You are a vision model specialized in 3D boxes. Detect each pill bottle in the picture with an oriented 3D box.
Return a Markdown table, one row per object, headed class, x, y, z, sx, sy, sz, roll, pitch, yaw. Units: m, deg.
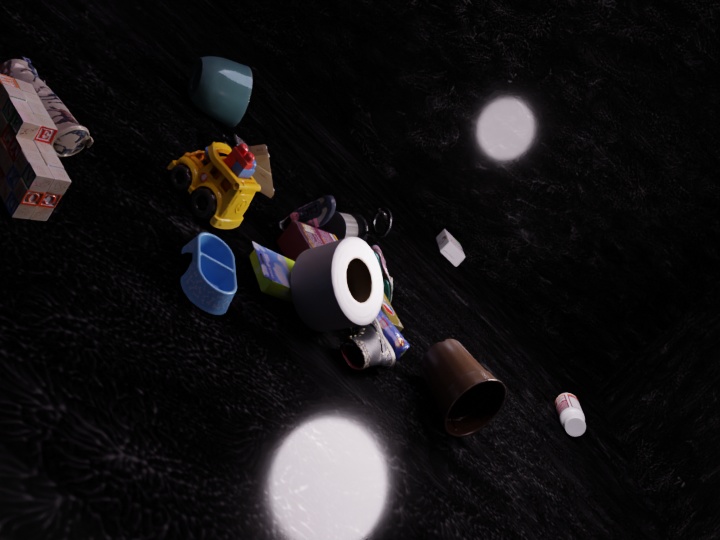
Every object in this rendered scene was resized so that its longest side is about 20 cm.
| class | x | y | z | sx | sy | sz | roll | pitch | yaw |
| --- | --- | --- | --- | --- | --- | --- | --- | --- | --- |
| pill bottle | 0.944 | 0.648 | 2.363 | 0.109 | 0.110 | 0.200 | 43 | 19 | -4 |

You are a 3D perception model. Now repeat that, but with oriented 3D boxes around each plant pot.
| class | x | y | z | sx | sy | sz | roll | pitch | yaw |
| --- | --- | --- | --- | --- | --- | --- | --- | --- | --- |
| plant pot | -0.466 | -0.594 | 1.710 | 0.157 | 0.203 | 0.203 | 12 | 35 | -37 |
| plant pot | 0.273 | 0.315 | 1.474 | 0.198 | 0.202 | 0.200 | 29 | 16 | -38 |

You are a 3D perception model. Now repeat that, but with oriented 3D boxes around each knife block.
| class | x | y | z | sx | sy | sz | roll | pitch | yaw |
| --- | --- | --- | --- | --- | --- | --- | --- | --- | --- |
| knife block | -0.356 | -0.307 | 1.579 | 0.065 | 0.169 | 0.205 | -115 | -162 | -47 |

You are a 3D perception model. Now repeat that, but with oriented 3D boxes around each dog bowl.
| class | x | y | z | sx | sy | sz | roll | pitch | yaw |
| --- | --- | --- | --- | --- | --- | --- | --- | --- | --- |
| dog bowl | -0.302 | -0.002 | 1.062 | 0.110 | 0.050 | 0.203 | 33 | 22 | -35 |

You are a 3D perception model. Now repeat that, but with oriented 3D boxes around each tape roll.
| class | x | y | z | sx | sy | sz | roll | pitch | yaw |
| --- | --- | --- | --- | --- | --- | --- | --- | --- | --- |
| tape roll | -0.053 | 0.035 | 1.255 | 0.200 | 0.136 | 0.211 | 20 | 65 | -48 |

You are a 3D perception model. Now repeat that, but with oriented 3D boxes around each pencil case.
| class | x | y | z | sx | sy | sz | roll | pitch | yaw |
| --- | --- | --- | --- | --- | --- | --- | --- | --- | --- |
| pencil case | 0.050 | 0.164 | 1.449 | 0.077 | 0.088 | 0.201 | -32 | 74 | -29 |
| pencil case | -0.597 | -0.305 | 0.992 | 0.201 | 0.078 | 0.089 | 48 | 38 | 6 |

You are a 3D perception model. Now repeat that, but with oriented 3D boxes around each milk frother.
| class | x | y | z | sx | sy | sz | roll | pitch | yaw |
| --- | --- | --- | --- | --- | --- | --- | --- | --- | --- |
| milk frother | -0.015 | -0.148 | 1.742 | 0.180 | 0.202 | 0.187 | 42 | 18 | 16 |

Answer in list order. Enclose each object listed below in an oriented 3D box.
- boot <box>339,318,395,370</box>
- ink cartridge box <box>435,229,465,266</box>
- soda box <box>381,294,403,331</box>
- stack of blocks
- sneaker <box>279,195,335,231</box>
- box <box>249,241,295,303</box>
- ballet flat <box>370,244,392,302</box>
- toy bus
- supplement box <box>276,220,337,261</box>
| class | x | y | z | sx | sy | sz | roll | pitch | yaw |
| --- | --- | --- | --- | --- | --- | --- | --- | --- | --- |
| boot | -0.005 | 0.165 | 1.336 | 0.152 | 0.074 | 0.206 | 9 | 42 | -58 |
| ink cartridge box | 0.529 | -0.135 | 3.099 | 0.144 | 0.084 | 0.202 | 40 | 20 | -17 |
| soda box | 0.049 | 0.109 | 1.580 | 0.067 | 0.064 | 0.203 | 24 | 28 | -47 |
| stack of blocks | -0.539 | -0.196 | 0.837 | 0.202 | 0.115 | 0.058 | 53 | 21 | 18 |
| sneaker | -0.153 | -0.152 | 1.494 | 0.080 | 0.197 | 0.073 | 1 | 66 | -47 |
| box | -0.187 | 0.017 | 1.275 | 0.197 | 0.048 | 0.124 | 27 | 27 | -47 |
| ballet flat | 0.068 | 0.014 | 1.680 | 0.071 | 0.067 | 0.207 | -43 | 123 | -54 |
| toy bus | -0.333 | -0.232 | 1.249 | 0.201 | 0.193 | 0.135 | 46 | 20 | 10 |
| supplement box | -0.129 | -0.053 | 1.486 | 0.198 | 0.086 | 0.112 | 16 | 35 | -57 |
